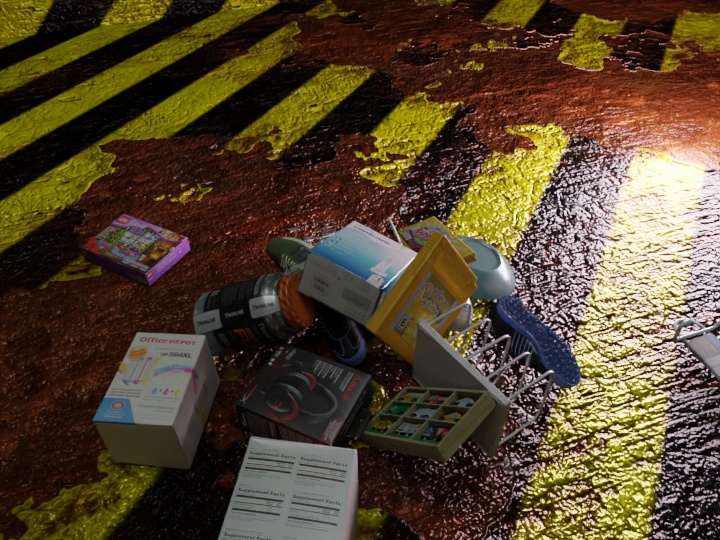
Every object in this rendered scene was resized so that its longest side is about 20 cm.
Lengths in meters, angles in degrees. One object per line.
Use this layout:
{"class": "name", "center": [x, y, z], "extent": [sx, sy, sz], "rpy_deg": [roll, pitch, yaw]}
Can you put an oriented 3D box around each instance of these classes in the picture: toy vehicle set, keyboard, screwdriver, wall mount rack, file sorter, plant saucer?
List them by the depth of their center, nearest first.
{"class": "toy vehicle set", "center": [0.097, 0.230, 0.903], "extent": [0.124, 0.027, 0.199], "rpy_deg": [-37, 13, -32]}
{"class": "file sorter", "center": [0.198, 0.170, 0.973], "extent": [0.124, 0.140, 0.200], "rpy_deg": [-25, 47, -27]}
{"class": "wall mount rack", "center": [0.675, 0.129, 1.048], "extent": [0.172, 0.075, 0.201], "rpy_deg": [-15, 45, -14]}
{"class": "keyboard", "center": [-0.146, 0.009, 1.155], "extent": [0.056, 0.011, 0.199], "rpy_deg": [-39, 9, -38]}
{"class": "screwdriver", "center": [0.099, -0.015, 1.161], "extent": [0.028, 0.202, 0.029], "rpy_deg": [-26, 8, -30]}
{"class": "plant saucer", "center": [0.235, -0.021, 1.218], "extent": [0.198, 0.039, 0.202], "rpy_deg": [11, 39, -9]}

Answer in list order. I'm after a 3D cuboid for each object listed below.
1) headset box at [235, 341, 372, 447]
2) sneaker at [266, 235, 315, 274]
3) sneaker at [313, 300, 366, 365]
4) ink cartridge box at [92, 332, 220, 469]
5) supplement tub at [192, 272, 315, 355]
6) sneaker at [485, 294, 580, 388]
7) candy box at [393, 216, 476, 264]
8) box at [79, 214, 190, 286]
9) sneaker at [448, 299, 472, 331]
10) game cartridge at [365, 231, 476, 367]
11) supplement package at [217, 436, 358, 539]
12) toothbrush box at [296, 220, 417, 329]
{"class": "headset box", "center": [-0.081, 0.222, 0.969], "extent": [0.198, 0.076, 0.149], "rpy_deg": [17, 45, 20]}
{"class": "sneaker", "center": [-0.125, -0.009, 1.229], "extent": [0.198, 0.068, 0.090], "rpy_deg": [19, 41, 17]}
{"class": "sneaker", "center": [-0.055, 0.082, 1.086], "extent": [0.070, 0.078, 0.201], "rpy_deg": [-32, 56, 4]}
{"class": "ink cartridge box", "center": [-0.323, 0.200, 0.964], "extent": [0.127, 0.126, 0.201], "rpy_deg": [2, 43, 5]}
{"class": "supplement tub", "center": [-0.189, 0.076, 1.051], "extent": [0.198, 0.123, 0.123], "rpy_deg": [-16, 37, 23]}
{"class": "sneaker", "center": [0.310, 0.138, 1.064], "extent": [0.070, 0.078, 0.201], "rpy_deg": [-28, 70, -30]}
{"class": "candy box", "center": [0.148, -0.050, 1.199], "extent": [0.101, 0.027, 0.200], "rpy_deg": [-21, 30, -8]}
{"class": "box", "center": [-0.503, -0.050, 1.307], "extent": [0.198, 0.039, 0.137], "rpy_deg": [19, 45, 21]}
{"class": "sneaker", "center": [0.118, 0.071, 1.130], "extent": [0.197, 0.072, 0.073], "rpy_deg": [8, 54, 3]}
{"class": "game cartridge", "center": [0.115, 0.057, 1.014], "extent": [0.032, 0.176, 0.201], "rpy_deg": [34, 84, 42]}
{"class": "supplement package", "center": [-0.088, 0.355, 0.737], "extent": [0.145, 0.193, 0.201], "rpy_deg": [5, 42, 7]}
{"class": "toothbrush box", "center": [0.000, 0.000, 1.054], "extent": [0.145, 0.086, 0.200], "rpy_deg": [27, 28, 12]}
